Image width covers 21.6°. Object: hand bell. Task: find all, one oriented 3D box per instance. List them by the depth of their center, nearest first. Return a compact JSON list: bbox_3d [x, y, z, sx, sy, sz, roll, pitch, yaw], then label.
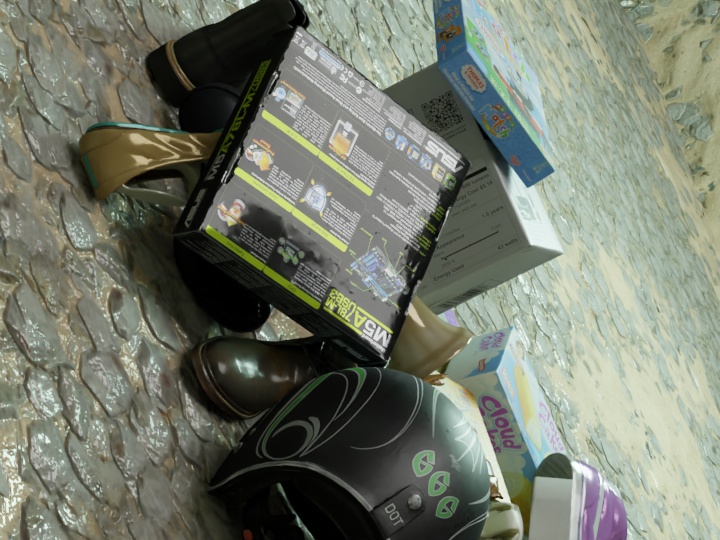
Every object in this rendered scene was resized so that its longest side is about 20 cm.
[{"bbox_3d":[0.000,0.000,1.615,0.200,0.104,0.104,57,19,-7],"label":"hand bell"}]

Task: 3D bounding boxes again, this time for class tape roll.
[{"bbox_3d":[0.162,0.280,1.643,0.203,0.037,0.203,3,90,-84],"label":"tape roll"}]

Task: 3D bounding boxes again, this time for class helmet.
[{"bbox_3d":[0.000,0.164,1.401,0.200,0.200,0.191,61,36,-7],"label":"helmet"}]

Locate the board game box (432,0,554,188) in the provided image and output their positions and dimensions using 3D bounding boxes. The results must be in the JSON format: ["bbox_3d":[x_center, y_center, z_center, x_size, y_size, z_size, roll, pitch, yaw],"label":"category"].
[{"bbox_3d":[0.123,-0.187,1.784,0.151,0.037,0.200,51,18,-25],"label":"board game box"}]

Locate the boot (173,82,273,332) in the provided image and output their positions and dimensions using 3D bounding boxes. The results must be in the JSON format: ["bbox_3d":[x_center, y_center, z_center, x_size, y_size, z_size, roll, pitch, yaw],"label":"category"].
[{"bbox_3d":[-0.109,-0.056,1.546,0.200,0.076,0.168,65,17,-4],"label":"boot"}]

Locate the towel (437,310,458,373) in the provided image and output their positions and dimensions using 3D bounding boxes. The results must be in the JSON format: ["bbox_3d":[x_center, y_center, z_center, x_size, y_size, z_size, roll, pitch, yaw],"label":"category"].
[{"bbox_3d":[0.074,0.065,1.957,0.144,0.023,0.200,13,52,-65],"label":"towel"}]

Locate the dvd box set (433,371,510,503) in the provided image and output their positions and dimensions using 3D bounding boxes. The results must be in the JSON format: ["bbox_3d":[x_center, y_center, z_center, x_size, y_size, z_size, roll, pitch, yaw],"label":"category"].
[{"bbox_3d":[0.050,0.135,1.716,0.200,0.029,0.146,31,30,-40],"label":"dvd box set"}]

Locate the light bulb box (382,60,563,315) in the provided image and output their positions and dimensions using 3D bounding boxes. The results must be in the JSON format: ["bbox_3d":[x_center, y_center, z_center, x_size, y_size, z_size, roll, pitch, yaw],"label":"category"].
[{"bbox_3d":[0.057,-0.067,1.810,0.200,0.198,0.125,68,17,11],"label":"light bulb box"}]

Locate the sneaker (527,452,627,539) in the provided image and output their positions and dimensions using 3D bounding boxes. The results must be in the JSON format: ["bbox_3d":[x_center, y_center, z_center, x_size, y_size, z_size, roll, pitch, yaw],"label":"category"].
[{"bbox_3d":[0.213,0.289,1.833,0.114,0.073,0.201,30,68,-39],"label":"sneaker"}]

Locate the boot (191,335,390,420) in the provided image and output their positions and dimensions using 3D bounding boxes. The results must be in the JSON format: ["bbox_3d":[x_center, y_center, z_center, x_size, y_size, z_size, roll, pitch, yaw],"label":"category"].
[{"bbox_3d":[-0.054,0.070,1.493,0.200,0.097,0.075,15,51,-66],"label":"boot"}]

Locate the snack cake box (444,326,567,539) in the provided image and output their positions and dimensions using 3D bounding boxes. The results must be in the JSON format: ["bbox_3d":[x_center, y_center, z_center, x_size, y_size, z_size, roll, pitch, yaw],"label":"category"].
[{"bbox_3d":[0.154,0.172,1.910,0.200,0.067,0.115,66,22,-16],"label":"snack cake box"}]

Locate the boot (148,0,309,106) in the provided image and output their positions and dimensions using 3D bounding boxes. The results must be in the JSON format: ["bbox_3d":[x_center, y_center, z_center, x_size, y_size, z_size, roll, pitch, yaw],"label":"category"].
[{"bbox_3d":[-0.092,-0.206,1.693,0.077,0.138,0.200,60,18,-8],"label":"boot"}]

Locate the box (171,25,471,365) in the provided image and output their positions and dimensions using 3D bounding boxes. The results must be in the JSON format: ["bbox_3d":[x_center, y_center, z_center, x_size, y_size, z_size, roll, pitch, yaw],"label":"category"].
[{"bbox_3d":[-0.025,-0.057,1.469,0.200,0.048,0.193,35,68,-28],"label":"box"}]

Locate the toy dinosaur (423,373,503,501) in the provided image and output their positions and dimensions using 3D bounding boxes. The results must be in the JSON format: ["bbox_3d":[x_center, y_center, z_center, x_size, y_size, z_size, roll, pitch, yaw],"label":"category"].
[{"bbox_3d":[0.053,0.143,1.584,0.200,0.060,0.106,19,48,-34],"label":"toy dinosaur"}]

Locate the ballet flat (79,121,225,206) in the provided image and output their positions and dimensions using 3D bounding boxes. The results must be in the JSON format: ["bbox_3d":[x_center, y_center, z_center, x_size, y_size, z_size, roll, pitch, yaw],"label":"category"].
[{"bbox_3d":[-0.125,-0.080,1.468,0.200,0.069,0.063,-3,75,-30],"label":"ballet flat"}]

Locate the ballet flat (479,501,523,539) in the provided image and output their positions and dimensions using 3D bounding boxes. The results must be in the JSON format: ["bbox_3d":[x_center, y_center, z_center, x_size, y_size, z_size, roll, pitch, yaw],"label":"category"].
[{"bbox_3d":[0.091,0.219,1.559,0.200,0.068,0.068,20,49,-45],"label":"ballet flat"}]
